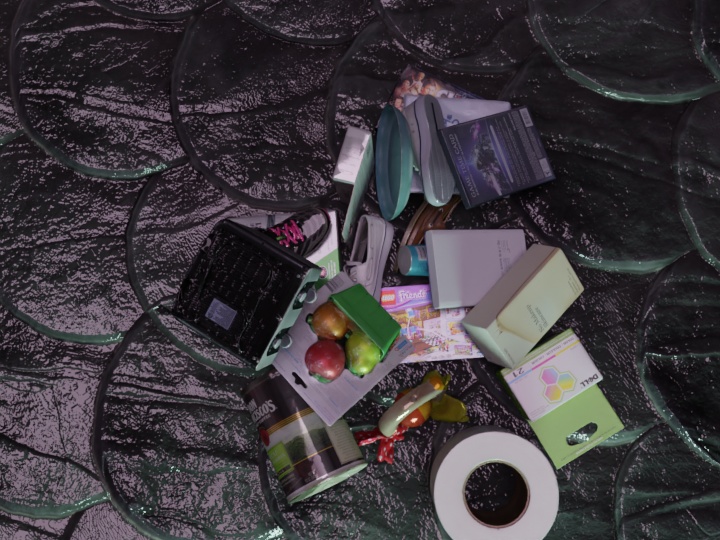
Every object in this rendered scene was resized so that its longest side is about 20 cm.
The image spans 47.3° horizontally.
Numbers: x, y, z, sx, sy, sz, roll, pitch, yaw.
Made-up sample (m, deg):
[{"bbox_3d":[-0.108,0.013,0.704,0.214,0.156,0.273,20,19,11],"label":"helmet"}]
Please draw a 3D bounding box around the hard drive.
[{"bbox_3d":[0.207,-0.005,1.428,0.200,0.025,0.132,-2,82,-29],"label":"hard drive"}]

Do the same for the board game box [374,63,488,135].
[{"bbox_3d":[0.144,-0.275,1.506,0.200,0.035,0.136,25,85,5],"label":"board game box"}]

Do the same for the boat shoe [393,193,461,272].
[{"bbox_3d":[0.124,-0.078,1.466,0.068,0.072,0.200,25,85,6],"label":"boat shoe"}]

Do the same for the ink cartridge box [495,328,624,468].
[{"bbox_3d":[0.351,0.222,1.420,0.148,0.076,0.200,-32,82,-1],"label":"ink cartridge box"}]

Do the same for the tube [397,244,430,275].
[{"bbox_3d":[0.164,-0.019,1.445,0.200,0.050,0.078,-1,89,-25],"label":"tube"}]

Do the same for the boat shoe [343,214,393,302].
[{"bbox_3d":[0.000,0.000,1.453,0.065,0.074,0.200,18,78,-34],"label":"boat shoe"}]

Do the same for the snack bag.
[{"bbox_3d":[0.171,-0.223,1.462,0.200,0.021,0.189,2,78,0],"label":"snack bag"}]

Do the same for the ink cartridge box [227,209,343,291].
[{"bbox_3d":[-0.133,-0.025,1.464,0.200,0.083,0.147,-5,83,3],"label":"ink cartridge box"}]

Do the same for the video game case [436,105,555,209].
[{"bbox_3d":[0.238,-0.199,1.424,0.200,0.019,0.143,-19,88,-27],"label":"video game case"}]

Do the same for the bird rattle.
[{"bbox_3d":[0.078,0.237,1.396,0.200,0.163,0.113,-24,65,-10],"label":"bird rattle"}]

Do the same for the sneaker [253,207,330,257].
[{"bbox_3d":[-0.140,-0.046,1.380,0.200,0.087,0.074,-28,82,0],"label":"sneaker"}]

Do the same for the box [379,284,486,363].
[{"bbox_3d":[0.133,0.093,1.462,0.200,0.039,0.137,-4,83,2],"label":"box"}]

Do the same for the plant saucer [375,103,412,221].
[{"bbox_3d":[0.059,-0.186,1.421,0.027,0.200,0.200,-1,83,-10],"label":"plant saucer"}]

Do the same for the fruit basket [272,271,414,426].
[{"bbox_3d":[-0.040,0.126,1.357,0.200,0.094,0.185,-42,78,-16],"label":"fruit basket"}]

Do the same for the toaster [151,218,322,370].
[{"bbox_3d":[-0.181,0.033,1.277,0.200,0.119,0.181,29,94,13],"label":"toaster"}]

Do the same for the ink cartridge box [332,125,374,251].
[{"bbox_3d":[-0.020,-0.135,1.413,0.045,0.200,0.176,16,84,5],"label":"ink cartridge box"}]

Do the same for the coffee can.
[{"bbox_3d":[-0.095,0.266,1.382,0.146,0.146,0.200,-27,73,-1],"label":"coffee can"}]

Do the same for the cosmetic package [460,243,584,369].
[{"bbox_3d":[0.278,0.059,1.404,0.200,0.073,0.104,-46,117,-17],"label":"cosmetic package"}]

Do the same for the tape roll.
[{"bbox_3d":[0.219,0.364,1.378,0.202,0.139,0.203,0,84,2],"label":"tape roll"}]

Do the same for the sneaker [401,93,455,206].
[{"bbox_3d":[0.113,-0.200,1.412,0.073,0.071,0.200,10,68,-39],"label":"sneaker"}]
